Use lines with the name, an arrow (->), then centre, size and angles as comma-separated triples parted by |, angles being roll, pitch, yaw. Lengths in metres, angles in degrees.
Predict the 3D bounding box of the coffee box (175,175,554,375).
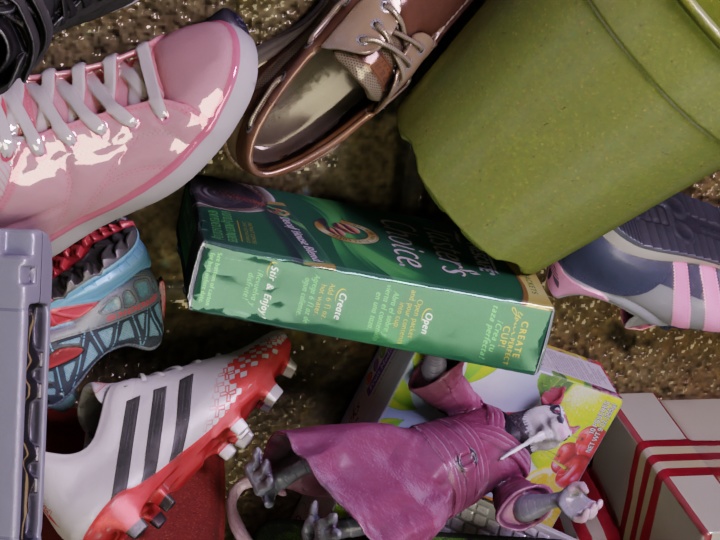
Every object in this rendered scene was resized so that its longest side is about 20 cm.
coffee box -> 0.000, 0.000, 1.474 | 0.198, 0.123, 0.044 | 11, 108, -10

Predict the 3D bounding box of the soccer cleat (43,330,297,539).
soccer cleat -> -0.111, 0.081, 1.495 | 0.085, 0.200, 0.069 | 41, 140, 6

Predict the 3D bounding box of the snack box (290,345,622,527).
snack box -> 0.049, 0.129, 1.612 | 0.141, 0.053, 0.201 | 18, 111, -22

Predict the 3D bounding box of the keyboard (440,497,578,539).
keyboard -> 0.110, 0.177, 1.545 | 0.199, 0.011, 0.057 | 23, 110, 20

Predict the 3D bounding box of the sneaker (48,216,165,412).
sneaker -> -0.197, 0.053, 1.487 | 0.199, 0.079, 0.096 | -27, 124, 0

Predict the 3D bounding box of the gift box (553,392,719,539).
gift box -> 0.225, 0.198, 1.625 | 0.185, 0.185, 0.202 | 1, 112, -18

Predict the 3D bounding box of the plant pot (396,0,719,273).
plant pot -> 0.125, -0.101, 1.446 | 0.190, 0.201, 0.200 | -39, 122, 21

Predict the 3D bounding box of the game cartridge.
game cartridge -> -0.229, 0.076, 1.407 | 0.132, 0.040, 0.202 | 3, 90, 17

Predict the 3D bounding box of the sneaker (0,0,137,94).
sneaker -> -0.157, -0.141, 1.379 | 0.199, 0.099, 0.071 | -21, 120, -6

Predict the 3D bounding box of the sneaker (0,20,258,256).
sneaker -> -0.154, -0.077, 1.402 | 0.200, 0.076, 0.104 | -33, 141, 21

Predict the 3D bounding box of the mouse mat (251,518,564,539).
mouse mat -> 0.023, 0.219, 1.508 | 0.198, 0.162, 0.008 | 2, 151, 12

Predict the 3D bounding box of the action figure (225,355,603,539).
action figure -> 0.045, 0.121, 1.517 | 0.199, 0.135, 0.149 | -16, 158, -32

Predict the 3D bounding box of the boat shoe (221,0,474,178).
boat shoe -> 0.005, -0.120, 1.452 | 0.200, 0.072, 0.076 | -43, 120, 10

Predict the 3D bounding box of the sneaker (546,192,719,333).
sneaker -> 0.200, 0.008, 1.593 | 0.199, 0.070, 0.082 | 23, 131, -26

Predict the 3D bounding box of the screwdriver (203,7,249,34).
screwdriver -> -0.139, -0.074, 1.471 | 0.200, 0.029, 0.028 | -39, 122, 16

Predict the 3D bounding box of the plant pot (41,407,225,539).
plant pot -> -0.175, 0.208, 1.520 | 0.198, 0.177, 0.201 | 5, 117, -19
